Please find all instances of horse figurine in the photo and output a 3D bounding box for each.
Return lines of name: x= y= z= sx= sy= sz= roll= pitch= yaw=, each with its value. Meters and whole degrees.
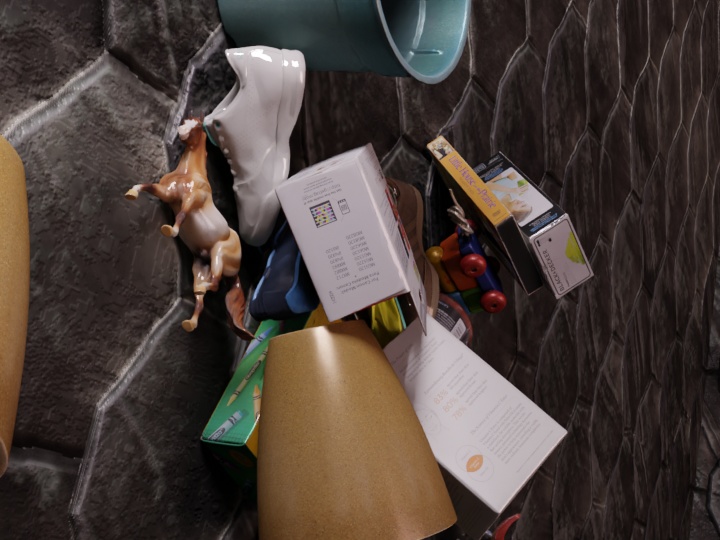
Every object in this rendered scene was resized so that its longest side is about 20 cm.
horse figurine: x=-0.147 y=-0.031 z=0.931 sx=0.133 sy=0.050 sz=0.200 roll=-66 pitch=138 yaw=-61

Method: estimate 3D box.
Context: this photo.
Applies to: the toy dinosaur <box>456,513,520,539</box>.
toy dinosaur: x=0.188 y=0.456 z=1.445 sx=0.105 sy=0.200 sz=0.182 roll=-36 pitch=91 yaw=-35

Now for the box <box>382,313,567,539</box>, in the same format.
box: x=0.094 y=0.163 z=1.078 sx=0.124 sy=0.200 sz=0.098 roll=-41 pitch=163 yaw=-28

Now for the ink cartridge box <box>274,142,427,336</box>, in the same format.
ink cartridge box: x=-0.001 y=-0.024 z=0.993 sx=0.200 sy=0.084 sz=0.176 roll=-68 pitch=137 yaw=-79

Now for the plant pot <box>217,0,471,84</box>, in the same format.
plant pot: x=-0.022 y=-0.278 z=0.996 sx=0.200 sy=0.196 sz=0.201 roll=-6 pitch=97 yaw=-60

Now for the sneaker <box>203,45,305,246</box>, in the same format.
sneaker: x=-0.112 y=-0.121 z=0.987 sx=0.075 sy=0.088 sz=0.201 roll=-113 pitch=-149 yaw=-62

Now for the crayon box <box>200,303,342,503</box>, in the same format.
crayon box: x=-0.076 y=0.129 z=1.062 sx=0.119 sy=0.058 sz=0.200 roll=61 pitch=43 yaw=-40

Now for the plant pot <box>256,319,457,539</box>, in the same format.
plant pot: x=-0.020 y=0.152 z=0.951 sx=0.186 sy=0.186 sz=0.201 roll=-3 pitch=80 yaw=-59

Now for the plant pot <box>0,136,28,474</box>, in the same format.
plant pot: x=-0.277 y=0.006 z=0.615 sx=0.187 sy=0.186 sz=0.200 roll=55 pitch=33 yaw=-45

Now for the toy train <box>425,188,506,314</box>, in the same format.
toy train: x=0.102 y=-0.016 z=1.307 sx=0.200 sy=0.115 sz=0.085 roll=56 pitch=21 yaw=-37

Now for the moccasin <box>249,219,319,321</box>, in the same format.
moccasin: x=-0.075 y=-0.009 z=1.039 sx=0.200 sy=0.068 sz=0.081 roll=-67 pitch=135 yaw=-71

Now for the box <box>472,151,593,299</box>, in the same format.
box: x=0.225 y=-0.063 z=1.369 sx=0.117 sy=0.060 sz=0.200 roll=58 pitch=0 yaw=-35

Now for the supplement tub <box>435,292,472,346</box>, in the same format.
supplement tub: x=0.053 y=0.117 z=1.232 sx=0.200 sy=0.107 sz=0.107 roll=-49 pitch=132 yaw=-45

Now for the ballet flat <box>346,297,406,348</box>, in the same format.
ballet flat: x=0.000 y=0.000 z=1.162 sx=0.067 sy=0.067 sz=0.201 roll=-10 pitch=79 yaw=-22

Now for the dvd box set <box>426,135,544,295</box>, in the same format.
dvd box set: x=0.164 y=-0.075 z=1.347 sx=0.029 sy=0.200 sz=0.146 roll=-33 pitch=134 yaw=0

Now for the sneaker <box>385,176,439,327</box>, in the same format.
sneaker: x=0.038 y=-0.021 z=1.217 sx=0.075 sy=0.070 sz=0.201 roll=18 pitch=52 yaw=-38
